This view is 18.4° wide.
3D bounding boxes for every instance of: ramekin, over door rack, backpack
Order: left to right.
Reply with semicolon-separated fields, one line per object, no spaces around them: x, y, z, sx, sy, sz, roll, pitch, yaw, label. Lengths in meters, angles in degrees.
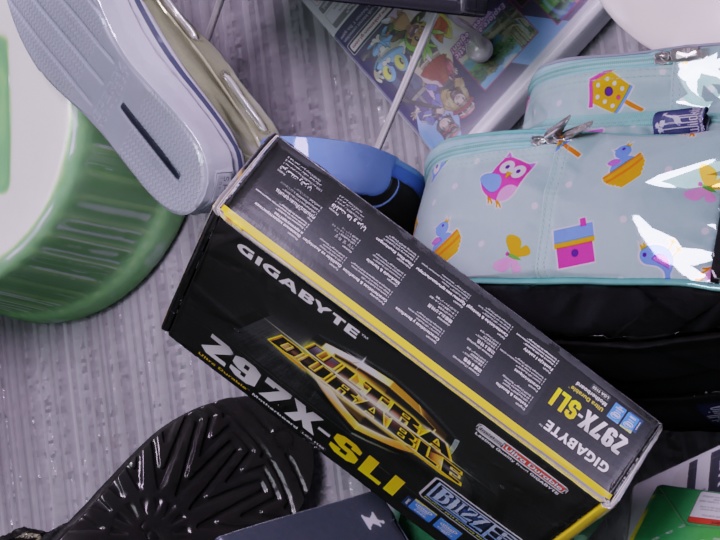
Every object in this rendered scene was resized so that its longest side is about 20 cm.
-0.196;-0.073;1.218;0.200;0.098;0.200;-3;84;30;ramekin
-0.012;-0.129;1.113;0.148;0.067;0.200;46;121;27;over door rack
0.121;-0.009;0.982;0.200;0.176;0.153;-8;66;28;backpack

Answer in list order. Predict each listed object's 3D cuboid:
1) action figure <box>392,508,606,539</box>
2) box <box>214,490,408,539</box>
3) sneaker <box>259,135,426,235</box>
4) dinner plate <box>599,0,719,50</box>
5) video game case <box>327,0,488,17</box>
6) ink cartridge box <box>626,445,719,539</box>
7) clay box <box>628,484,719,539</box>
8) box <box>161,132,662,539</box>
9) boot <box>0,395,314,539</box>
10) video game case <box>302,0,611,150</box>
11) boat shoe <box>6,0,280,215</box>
0.045;0.152;1.080;0.118;0.055;0.200;33;109;27;action figure
-0.038;0.227;1.058;0.148;0.107;0.200;57;132;22;box
0.000;0.000;1.034;0.070;0.200;0.078;3;74;20;sneaker
0.191;-0.180;1.001;0.200;0.024;0.200;-12;59;21;dinner plate
-0.008;-0.227;1.045;0.181;0.025;0.200;11;98;35;video game case
0.217;0.093;0.931;0.200;0.099;0.039;-33;31;39;ink cartridge box
0.191;0.182;0.945;0.115;0.200;0.048;5;43;31;clay box
0.015;0.045;0.954;0.200;0.160;0.049;37;68;1;box
-0.132;0.148;1.167;0.079;0.211;0.158;55;157;-2;boot
0.061;-0.181;1.121;0.200;0.023;0.182;-47;64;17;video game case
-0.113;-0.108;1.115;0.200;0.062;0.072;55;131;19;boat shoe
